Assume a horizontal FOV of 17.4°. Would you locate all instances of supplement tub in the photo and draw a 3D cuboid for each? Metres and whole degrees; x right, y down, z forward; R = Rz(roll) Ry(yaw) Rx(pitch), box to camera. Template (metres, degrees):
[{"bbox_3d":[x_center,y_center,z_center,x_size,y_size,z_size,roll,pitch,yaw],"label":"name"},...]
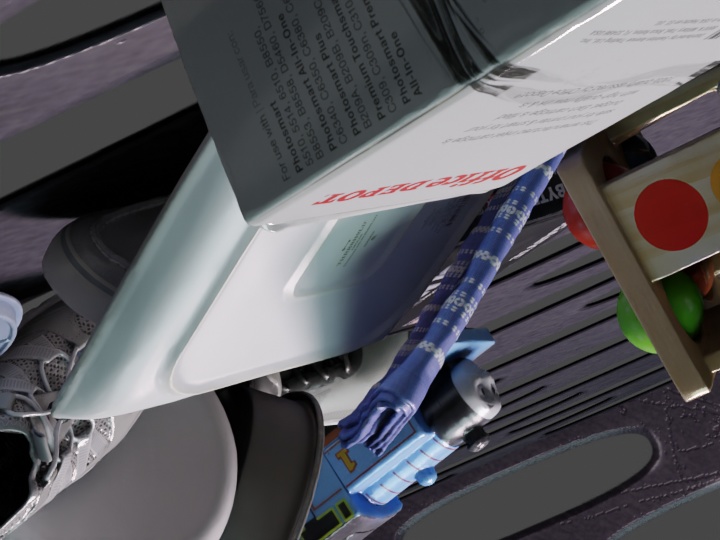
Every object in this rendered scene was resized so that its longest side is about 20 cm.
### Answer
[{"bbox_3d":[-0.165,0.118,1.181,0.145,0.146,0.200,-16,168,-34],"label":"supplement tub"}]

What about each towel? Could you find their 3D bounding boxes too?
[{"bbox_3d":[0.052,-0.015,0.995,0.201,0.024,0.145,-59,180,-13],"label":"towel"}]

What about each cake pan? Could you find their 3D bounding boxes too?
[{"bbox_3d":[-0.087,0.146,1.227,0.037,0.201,0.200,29,148,-17],"label":"cake pan"}]

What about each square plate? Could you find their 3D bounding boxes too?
[{"bbox_3d":[-0.006,-0.022,0.918,0.198,0.028,0.200,-13,144,-49],"label":"square plate"}]

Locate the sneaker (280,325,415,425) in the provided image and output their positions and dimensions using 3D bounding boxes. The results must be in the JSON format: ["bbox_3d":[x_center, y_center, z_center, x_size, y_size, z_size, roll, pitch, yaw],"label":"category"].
[{"bbox_3d":[-0.043,0.063,1.384,0.199,0.074,0.079,-26,165,23],"label":"sneaker"}]

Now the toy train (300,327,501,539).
[{"bbox_3d":[0.003,0.096,1.468,0.200,0.115,0.087,-39,165,19],"label":"toy train"}]

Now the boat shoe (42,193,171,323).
[{"bbox_3d":[-0.044,-0.016,0.982,0.199,0.072,0.069,0,132,-45],"label":"boat shoe"}]

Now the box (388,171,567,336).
[{"bbox_3d":[0.000,0.000,1.211,0.198,0.050,0.200,-14,168,-36],"label":"box"}]

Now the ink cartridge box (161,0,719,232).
[{"bbox_3d":[0.060,-0.095,0.710,0.200,0.085,0.146,-29,169,36],"label":"ink cartridge box"}]

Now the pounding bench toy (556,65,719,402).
[{"bbox_3d":[0.197,-0.005,1.080,0.155,0.201,0.124,-26,-169,21],"label":"pounding bench toy"}]

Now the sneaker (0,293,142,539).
[{"bbox_3d":[-0.143,0.075,1.030,0.200,0.075,0.082,-47,-161,-30],"label":"sneaker"}]

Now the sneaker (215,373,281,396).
[{"bbox_3d":[-0.133,0.094,1.335,0.199,0.076,0.079,-28,167,27],"label":"sneaker"}]

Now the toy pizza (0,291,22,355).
[{"bbox_3d":[-0.234,0.043,0.953,0.199,0.032,0.200,-22,169,-4],"label":"toy pizza"}]
